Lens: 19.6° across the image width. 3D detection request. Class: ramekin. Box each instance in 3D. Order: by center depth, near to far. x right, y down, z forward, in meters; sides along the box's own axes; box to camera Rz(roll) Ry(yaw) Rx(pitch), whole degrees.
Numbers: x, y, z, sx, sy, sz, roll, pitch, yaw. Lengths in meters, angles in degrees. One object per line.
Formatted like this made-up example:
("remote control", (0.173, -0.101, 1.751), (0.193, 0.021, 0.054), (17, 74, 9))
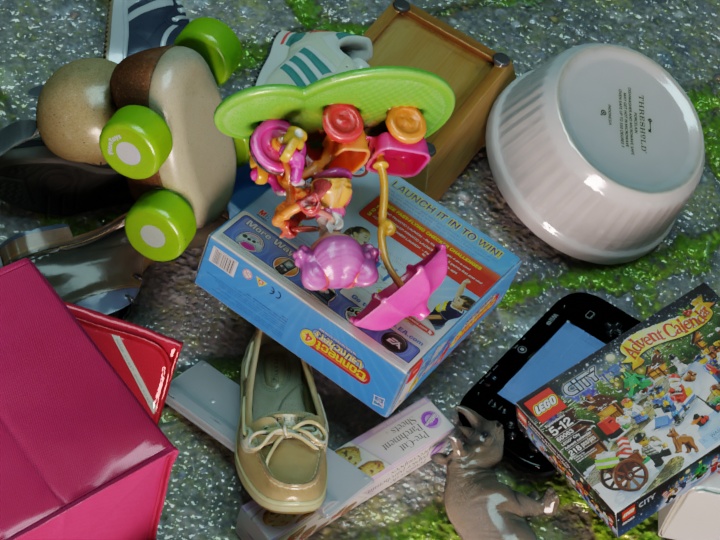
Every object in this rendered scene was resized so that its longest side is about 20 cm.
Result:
("ramekin", (0.221, -0.115, 1.891), (0.201, 0.094, 0.203), (13, 58, -21))

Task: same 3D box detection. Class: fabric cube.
("fabric cube", (-0.276, 0.150, 1.526), (0.199, 0.197, 0.199), (-28, 63, -31))

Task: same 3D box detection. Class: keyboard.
("keyboard", (-0.079, 0.134, 1.678), (0.200, 0.011, 0.056), (32, 44, 31))

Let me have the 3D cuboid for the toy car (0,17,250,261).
("toy car", (-0.209, -0.114, 1.718), (0.199, 0.158, 0.165), (5, 38, 24))

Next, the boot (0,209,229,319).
("boot", (-0.196, 0.006, 1.751), (0.199, 0.075, 0.097), (-12, 71, -17))

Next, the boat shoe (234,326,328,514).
("boat shoe", (-0.062, 0.110, 1.648), (0.073, 0.063, 0.201), (2, 36, -5))

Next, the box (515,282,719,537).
("box", (0.246, 0.110, 1.695), (0.199, 0.038, 0.137), (-31, 53, -15))

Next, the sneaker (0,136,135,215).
("sneaker", (-0.241, -0.114, 1.819), (0.198, 0.076, 0.115), (-10, 54, -24))

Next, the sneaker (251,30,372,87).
("sneaker", (-0.035, -0.151, 1.771), (0.093, 0.071, 0.200), (-6, 31, 11))

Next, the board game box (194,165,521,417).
("board game box", (0.000, 0.000, 1.717), (0.200, 0.056, 0.196), (35, 42, 13))

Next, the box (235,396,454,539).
("box", (-0.012, 0.168, 1.680), (0.199, 0.039, 0.041), (-28, 63, -30))

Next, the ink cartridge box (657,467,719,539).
("ink cartridge box", (0.331, 0.135, 1.762), (0.144, 0.088, 0.201), (10, 50, -5))

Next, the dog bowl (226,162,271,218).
("dog bowl", (-0.045, -0.045, 1.830), (0.199, 0.050, 0.112), (23, 51, 5))

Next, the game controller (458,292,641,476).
("game controller", (0.171, 0.095, 1.782), (0.104, 0.042, 0.200), (37, 53, 15))

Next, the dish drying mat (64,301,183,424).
("dish drying mat", (-0.249, 0.062, 1.687), (0.199, 0.077, 0.018), (18, 11, -1))

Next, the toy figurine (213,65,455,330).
("toy figurine", (-0.007, -0.044, 1.615), (0.199, 0.150, 0.185), (1, 65, -25))

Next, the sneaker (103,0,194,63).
("sneaker", (-0.179, -0.240, 1.932), (0.108, 0.070, 0.201), (5, 59, -4))

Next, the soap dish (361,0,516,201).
("soap dish", (0.041, -0.154, 1.915), (0.157, 0.081, 0.200), (31, 51, 10))

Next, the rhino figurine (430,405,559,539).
("rhino figurine", (0.112, 0.196, 1.664), (0.087, 0.060, 0.201), (-11, 66, -22))
